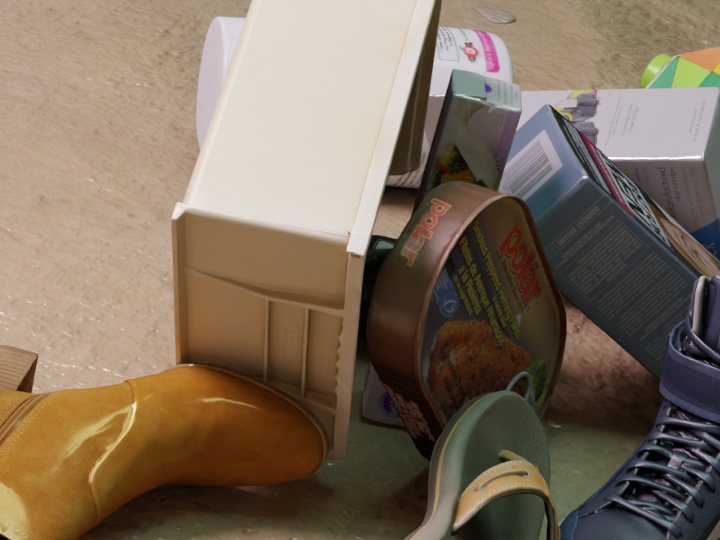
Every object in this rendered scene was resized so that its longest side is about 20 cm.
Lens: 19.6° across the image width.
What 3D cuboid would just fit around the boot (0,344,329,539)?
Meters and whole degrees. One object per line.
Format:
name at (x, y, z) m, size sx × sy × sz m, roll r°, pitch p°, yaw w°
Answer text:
boot at (-0.125, 0.102, 0.998) m, size 0.201 × 0.071 × 0.144 m, roll 11°, pitch 32°, yaw 5°

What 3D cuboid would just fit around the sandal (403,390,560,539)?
sandal at (0.063, 0.126, 0.994) m, size 0.054 × 0.080 × 0.200 m, roll -19°, pitch 18°, yaw 28°

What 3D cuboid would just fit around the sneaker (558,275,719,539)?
sneaker at (0.165, 0.083, 1.061) m, size 0.077 × 0.146 × 0.202 m, roll 26°, pitch 30°, yaw 23°

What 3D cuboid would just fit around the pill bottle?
pill bottle at (-0.005, -0.116, 1.427) m, size 0.200 × 0.113 × 0.113 m, roll 5°, pitch 27°, yaw -15°

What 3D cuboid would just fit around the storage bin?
storage bin at (-0.026, -0.037, 1.076) m, size 0.094 × 0.199 × 0.200 m, roll 11°, pitch 55°, yaw 5°

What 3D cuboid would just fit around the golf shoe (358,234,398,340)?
golf shoe at (0.000, 0.000, 1.236) m, size 0.200 × 0.078 × 0.095 m, roll 8°, pitch 26°, yaw -10°

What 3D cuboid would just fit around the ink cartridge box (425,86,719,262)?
ink cartridge box at (0.130, -0.050, 1.300) m, size 0.200 × 0.115 × 0.068 m, roll 1°, pitch 47°, yaw 23°

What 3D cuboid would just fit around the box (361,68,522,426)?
box at (0.043, -0.009, 1.129) m, size 0.039 × 0.200 × 0.041 m, roll 14°, pitch 26°, yaw -3°

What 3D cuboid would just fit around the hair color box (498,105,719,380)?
hair color box at (0.162, 0.004, 1.195) m, size 0.200 × 0.061 × 0.099 m, roll 40°, pitch 16°, yaw -25°

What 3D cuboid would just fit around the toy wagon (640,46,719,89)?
toy wagon at (0.221, -0.064, 1.379) m, size 0.155 × 0.040 × 0.200 m, roll 30°, pitch 67°, yaw 32°

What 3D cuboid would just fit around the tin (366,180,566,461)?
tin at (0.057, 0.032, 1.076) m, size 0.042 × 0.200 × 0.112 m, roll 25°, pitch 69°, yaw 29°
